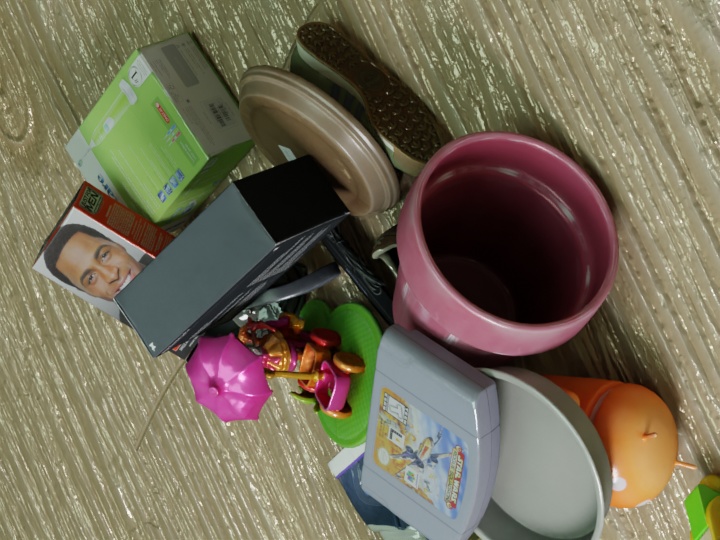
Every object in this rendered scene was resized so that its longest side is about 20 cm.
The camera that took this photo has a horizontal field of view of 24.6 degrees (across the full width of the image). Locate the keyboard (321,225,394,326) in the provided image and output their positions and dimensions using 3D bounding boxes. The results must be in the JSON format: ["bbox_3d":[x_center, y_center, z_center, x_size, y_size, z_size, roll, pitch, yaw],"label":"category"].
[{"bbox_3d":[0.000,0.000,1.682,0.200,0.021,0.127,50,175,14],"label":"keyboard"}]

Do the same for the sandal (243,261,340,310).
[{"bbox_3d":[-0.119,0.018,1.743,0.198,0.076,0.043,-15,91,9],"label":"sandal"}]

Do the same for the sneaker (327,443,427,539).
[{"bbox_3d":[0.065,0.212,1.723,0.147,0.080,0.200,51,132,3],"label":"sneaker"}]

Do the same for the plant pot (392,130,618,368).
[{"bbox_3d":[0.113,0.003,1.511,0.201,0.199,0.179,52,150,13],"label":"plant pot"}]

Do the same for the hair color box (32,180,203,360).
[{"bbox_3d":[-0.247,0.001,1.815,0.199,0.061,0.102,32,120,-13],"label":"hair color box"}]

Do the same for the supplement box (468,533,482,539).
[{"bbox_3d":[0.097,0.354,1.659,0.200,0.199,0.135,-39,81,45],"label":"supplement box"}]

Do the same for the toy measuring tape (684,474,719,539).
[{"bbox_3d":[0.333,0.265,1.445,0.202,0.073,0.074,-95,26,-43],"label":"toy measuring tape"}]

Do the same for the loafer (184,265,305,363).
[{"bbox_3d":[-0.130,0.057,1.841,0.072,0.063,0.200,55,135,9],"label":"loafer"}]

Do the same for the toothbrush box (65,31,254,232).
[{"bbox_3d":[-0.222,-0.141,1.826,0.146,0.086,0.200,55,135,8],"label":"toothbrush box"}]

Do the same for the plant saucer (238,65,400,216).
[{"bbox_3d":[-0.047,-0.122,1.636,0.199,0.030,0.201,35,161,13],"label":"plant saucer"}]

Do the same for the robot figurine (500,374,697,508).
[{"bbox_3d":[0.207,0.157,1.526,0.198,0.116,0.146,2,111,43],"label":"robot figurine"}]

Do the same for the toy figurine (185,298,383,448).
[{"bbox_3d":[-0.096,0.092,1.696,0.200,0.182,0.152,46,125,51],"label":"toy figurine"}]

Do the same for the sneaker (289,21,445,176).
[{"bbox_3d":[0.001,-0.150,1.632,0.200,0.067,0.090,46,143,17],"label":"sneaker"}]

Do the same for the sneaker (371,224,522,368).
[{"bbox_3d":[0.079,0.045,1.629,0.201,0.075,0.070,55,135,10],"label":"sneaker"}]

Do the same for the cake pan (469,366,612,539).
[{"bbox_3d":[0.145,0.172,1.481,0.199,0.037,0.202,25,129,35],"label":"cake pan"}]

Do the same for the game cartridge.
[{"bbox_3d":[0.065,0.159,1.504,0.133,0.041,0.202,35,135,33],"label":"game cartridge"}]

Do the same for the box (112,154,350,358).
[{"bbox_3d":[-0.126,-0.014,1.610,0.200,0.141,0.079,-41,85,32],"label":"box"}]
